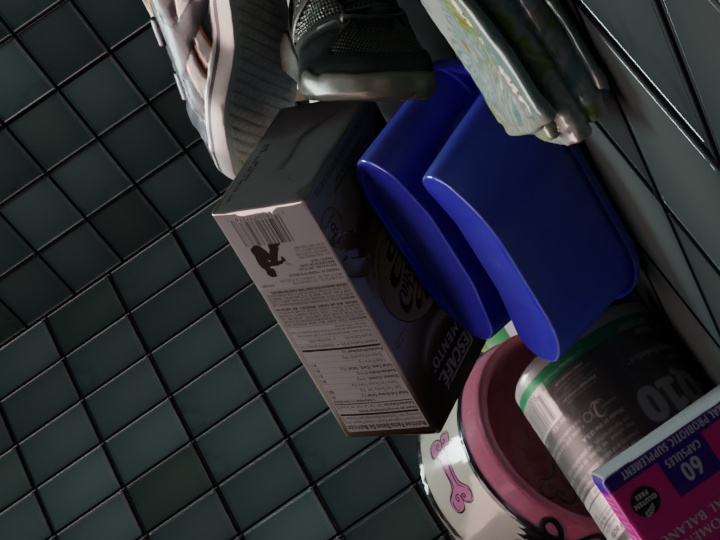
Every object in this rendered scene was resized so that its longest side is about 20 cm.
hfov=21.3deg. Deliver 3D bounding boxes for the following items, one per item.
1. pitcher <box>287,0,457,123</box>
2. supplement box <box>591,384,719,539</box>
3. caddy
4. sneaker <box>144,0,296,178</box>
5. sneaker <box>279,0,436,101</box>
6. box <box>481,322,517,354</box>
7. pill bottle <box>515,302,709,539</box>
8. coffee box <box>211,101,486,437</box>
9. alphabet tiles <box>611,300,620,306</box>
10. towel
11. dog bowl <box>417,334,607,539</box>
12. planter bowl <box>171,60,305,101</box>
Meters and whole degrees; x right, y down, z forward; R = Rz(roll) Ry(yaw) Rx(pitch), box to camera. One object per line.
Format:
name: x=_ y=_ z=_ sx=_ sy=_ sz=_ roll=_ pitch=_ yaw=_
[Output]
pitcher: x=0.002 y=-0.133 z=1.328 sx=0.120 sy=0.172 sz=0.200 roll=-6 pitch=-133 yaw=-40
supplement box: x=0.233 y=0.177 z=1.117 sx=0.201 sy=0.101 sz=0.103 roll=56 pitch=-179 yaw=5
caddy: x=0.092 y=-0.040 z=1.184 sx=0.141 sy=0.105 sz=0.201 roll=17 pitch=148 yaw=50
sneaker: x=-0.092 y=-0.159 z=1.258 sx=0.079 sy=0.078 sz=0.202 roll=22 pitch=128 yaw=32
sneaker: x=-0.003 y=-0.161 z=1.152 sx=0.200 sy=0.075 sz=0.115 roll=-126 pitch=38 yaw=-69
box: x=0.151 y=0.074 z=1.513 sx=0.200 sy=0.036 sz=0.144 roll=44 pitch=152 yaw=-13
pill bottle: x=0.200 y=0.131 z=1.274 sx=0.201 sy=0.113 sz=0.113 roll=57 pitch=-179 yaw=22
coffee box: x=0.000 y=0.000 z=1.256 sx=0.201 sy=0.079 sz=0.113 roll=59 pitch=-139 yaw=-30
alphabet tiles: x=0.128 y=-0.008 z=1.395 sx=0.167 sy=0.008 sz=0.199 roll=49 pitch=-162 yaw=29
towel: x=0.044 y=-0.151 z=0.932 sx=0.201 sy=0.048 sz=0.171 roll=57 pitch=180 yaw=-7
dog bowl: x=0.145 y=0.129 z=1.376 sx=0.201 sy=0.199 sz=0.074 roll=57 pitch=142 yaw=22
planter bowl: x=-0.057 y=-0.228 z=1.673 sx=0.134 sy=0.201 sz=0.200 roll=29 pitch=176 yaw=10
